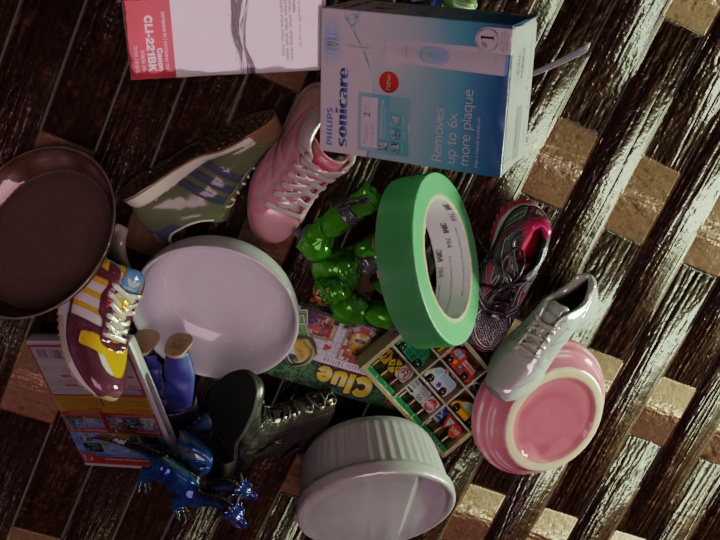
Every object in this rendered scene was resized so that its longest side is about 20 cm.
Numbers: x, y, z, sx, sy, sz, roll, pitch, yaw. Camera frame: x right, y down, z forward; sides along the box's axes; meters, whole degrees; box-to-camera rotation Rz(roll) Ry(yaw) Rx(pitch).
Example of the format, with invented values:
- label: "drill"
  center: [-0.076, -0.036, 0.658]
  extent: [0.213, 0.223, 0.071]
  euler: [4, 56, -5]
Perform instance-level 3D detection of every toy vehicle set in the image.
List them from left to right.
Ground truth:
- label: "toy vehicle set"
  center: [0.098, 0.141, 1.263]
  extent: [0.124, 0.027, 0.200]
  euler: [-41, 120, 1]

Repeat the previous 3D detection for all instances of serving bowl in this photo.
- label: "serving bowl"
  center: [-0.167, 0.035, 1.157]
  extent: [0.199, 0.066, 0.201]
  euler: [3, 127, 4]

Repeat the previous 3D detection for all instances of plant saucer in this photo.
- label: "plant saucer"
  center: [-0.348, -0.039, 1.068]
  extent: [0.200, 0.201, 0.034]
  euler: [-34, 153, 4]
- label: "plant saucer"
  center: [0.245, 0.187, 1.295]
  extent: [0.200, 0.051, 0.202]
  euler: [-9, 114, -21]

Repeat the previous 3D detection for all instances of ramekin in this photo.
- label: "ramekin"
  center: [0.015, 0.266, 1.245]
  extent: [0.201, 0.095, 0.203]
  euler: [-5, 139, -5]

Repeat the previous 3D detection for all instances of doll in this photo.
- label: "doll"
  center: [-0.229, 0.164, 1.192]
  extent: [0.136, 0.049, 0.201]
  euler: [6, 128, 3]

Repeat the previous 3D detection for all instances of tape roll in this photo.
- label: "tape roll"
  center: [0.081, -0.011, 1.131]
  extent: [0.048, 0.201, 0.201]
  euler: [-7, 116, 26]

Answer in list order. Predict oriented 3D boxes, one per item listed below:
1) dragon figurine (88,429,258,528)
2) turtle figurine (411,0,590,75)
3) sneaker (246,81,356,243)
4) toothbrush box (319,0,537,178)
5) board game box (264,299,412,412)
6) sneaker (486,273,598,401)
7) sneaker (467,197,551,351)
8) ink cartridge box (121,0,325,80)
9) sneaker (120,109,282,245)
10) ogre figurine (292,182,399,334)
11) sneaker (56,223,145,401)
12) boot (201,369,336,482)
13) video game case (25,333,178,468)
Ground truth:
- label: "dragon figurine"
  center: [-0.209, 0.227, 1.130]
  extent: [0.200, 0.059, 0.099]
  euler: [43, 130, -6]
- label: "turtle figurine"
  center: [0.111, -0.201, 1.080]
  extent: [0.199, 0.144, 0.194]
  euler: [30, 120, 11]
- label: "sneaker"
  center: [-0.067, -0.110, 1.113]
  extent: [0.075, 0.105, 0.201]
  euler: [18, 107, -27]
- label: "toothbrush box"
  center: [0.064, -0.186, 0.976]
  extent: [0.199, 0.085, 0.147]
  euler: [13, 114, 23]
- label: "board game box"
  center: [-0.014, 0.111, 1.254]
  extent: [0.199, 0.023, 0.105]
  euler: [17, 109, -16]
- label: "sneaker"
  center: [0.225, 0.076, 1.223]
  extent: [0.200, 0.070, 0.080]
  euler: [-47, 157, -16]
- label: "sneaker"
  center: [0.178, 0.011, 1.223]
  extent: [0.080, 0.075, 0.201]
  euler: [10, 109, -15]
- label: "ink cartridge box"
  center: [-0.141, -0.258, 1.023]
  extent: [0.199, 0.144, 0.084]
  euler: [-6, 113, -8]
- label: "sneaker"
  center: [-0.168, -0.101, 1.125]
  extent: [0.200, 0.067, 0.090]
  euler: [-29, 121, 1]
- label: "ogre figurine"
  center: [0.000, 0.000, 1.157]
  extent: [0.119, 0.098, 0.200]
  euler: [-13, 141, 22]
- label: "sneaker"
  center: [-0.276, 0.041, 1.065]
  extent: [0.090, 0.201, 0.075]
  euler: [-27, 155, 15]
- label: "boot"
  center: [-0.101, 0.174, 1.193]
  extent: [0.174, 0.069, 0.200]
  euler: [-15, 143, -38]
- label: "video game case"
  center: [-0.302, 0.159, 1.169]
  extent: [0.142, 0.017, 0.201]
  euler: [-1, 124, 20]
